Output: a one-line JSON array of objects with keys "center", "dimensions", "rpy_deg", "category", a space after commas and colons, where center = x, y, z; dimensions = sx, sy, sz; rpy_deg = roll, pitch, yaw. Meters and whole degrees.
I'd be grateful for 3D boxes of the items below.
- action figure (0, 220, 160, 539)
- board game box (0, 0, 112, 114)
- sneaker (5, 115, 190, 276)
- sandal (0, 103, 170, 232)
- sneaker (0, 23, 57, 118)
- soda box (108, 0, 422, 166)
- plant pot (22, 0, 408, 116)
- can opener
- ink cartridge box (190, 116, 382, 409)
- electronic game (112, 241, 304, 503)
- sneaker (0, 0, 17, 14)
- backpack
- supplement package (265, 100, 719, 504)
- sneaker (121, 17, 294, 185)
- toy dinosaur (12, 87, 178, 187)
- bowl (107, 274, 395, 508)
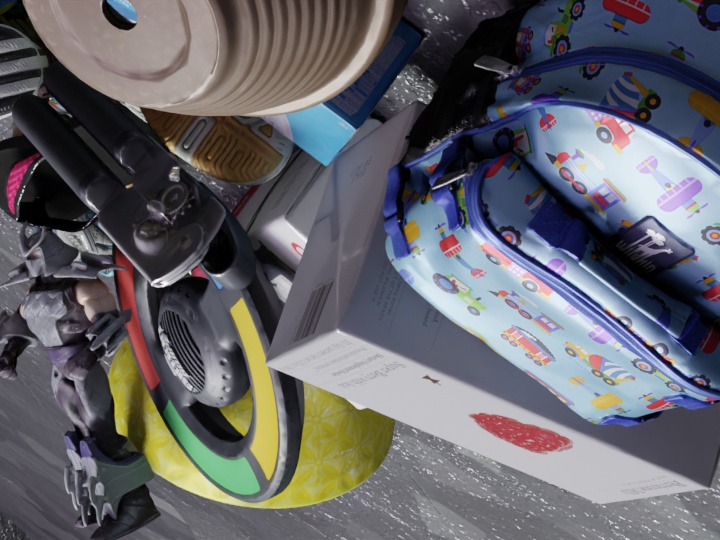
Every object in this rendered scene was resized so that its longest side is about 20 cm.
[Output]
[{"center": [-0.177, 0.065, 1.208], "dimensions": [0.130, 0.069, 0.201], "rpy_deg": [1, 109, 59], "category": "action figure"}, {"center": [-0.191, -0.140, 1.235], "dimensions": [0.105, 0.024, 0.200], "rpy_deg": [48, 158, -28], "category": "board game box"}, {"center": [-0.196, -0.025, 1.420], "dimensions": [0.200, 0.087, 0.077], "rpy_deg": [43, 160, -22], "category": "sneaker"}, {"center": [-0.183, -0.053, 1.185], "dimensions": [0.075, 0.045, 0.200], "rpy_deg": [26, 157, -25], "category": "sandal"}, {"center": [-0.279, -0.110, 1.204], "dimensions": [0.199, 0.076, 0.116], "rpy_deg": [-5, -173, 10], "category": "sneaker"}, {"center": [-0.072, -0.142, 0.962], "dimensions": [0.200, 0.064, 0.068], "rpy_deg": [37, 161, -4], "category": "soda box"}, {"center": [-0.083, -0.136, 0.845], "dimensions": [0.200, 0.093, 0.202], "rpy_deg": [17, 137, 16], "category": "plant pot"}, {"center": [-0.120, -0.045, 1.031], "dimensions": [0.067, 0.053, 0.200], "rpy_deg": [42, -179, -42], "category": "can opener"}, {"center": [0.000, 0.000, 1.147], "dimensions": [0.145, 0.085, 0.200], "rpy_deg": [39, 161, -10], "category": "ink cartridge box"}, {"center": [-0.094, 0.043, 1.147], "dimensions": [0.200, 0.041, 0.201], "rpy_deg": [40, 142, 41], "category": "electronic game"}, {"center": [-0.284, -0.189, 1.187], "dimensions": [0.199, 0.071, 0.083], "rpy_deg": [5, 102, 34], "category": "sneaker"}, {"center": [0.123, -0.034, 0.786], "dimensions": [0.182, 0.135, 0.200], "rpy_deg": [39, 158, -13], "category": "backpack"}, {"center": [0.076, 0.023, 0.948], "dimensions": [0.199, 0.120, 0.121], "rpy_deg": [23, 163, -14], "category": "supplement package"}, {"center": [-0.090, -0.104, 1.070], "dimensions": [0.200, 0.076, 0.088], "rpy_deg": [42, -179, 36], "category": "sneaker"}, {"center": [-0.165, -0.086, 1.234], "dimensions": [0.100, 0.059, 0.200], "rpy_deg": [16, 159, 6], "category": "toy dinosaur"}, {"center": [-0.066, 0.052, 1.292], "dimensions": [0.199, 0.200, 0.108], "rpy_deg": [28, 129, 20], "category": "bowl"}]
